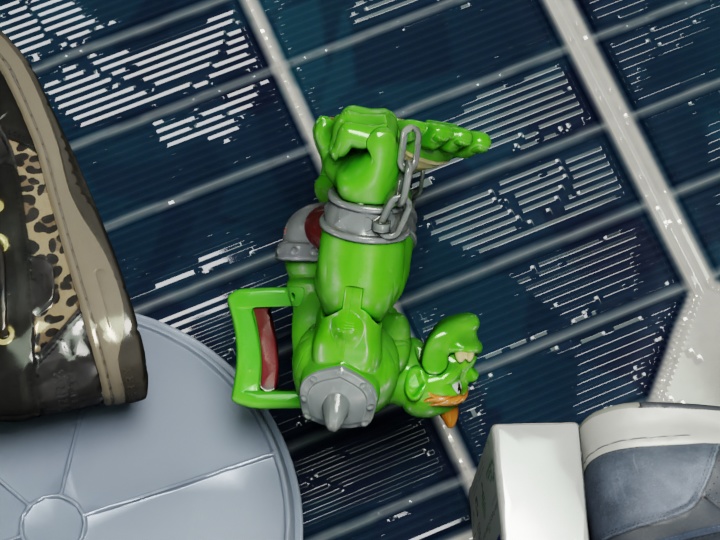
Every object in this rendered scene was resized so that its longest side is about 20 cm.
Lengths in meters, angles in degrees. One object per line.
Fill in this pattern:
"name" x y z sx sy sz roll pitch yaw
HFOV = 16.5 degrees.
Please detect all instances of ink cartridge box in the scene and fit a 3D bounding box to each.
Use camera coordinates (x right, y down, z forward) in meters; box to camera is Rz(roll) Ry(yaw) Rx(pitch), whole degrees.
"ink cartridge box" 0.069 0.167 0.954 0.039 0.099 0.200 0 71 -4

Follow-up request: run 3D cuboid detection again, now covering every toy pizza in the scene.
"toy pizza" -0.123 0.108 1.001 0.200 0.032 0.201 0 65 0

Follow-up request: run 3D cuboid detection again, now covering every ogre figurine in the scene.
"ogre figurine" 0.000 0.000 0.977 0.098 0.200 0.120 9 91 -18

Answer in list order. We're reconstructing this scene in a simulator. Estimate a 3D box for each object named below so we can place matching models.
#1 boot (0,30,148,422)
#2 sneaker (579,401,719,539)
"boot" -0.184 -0.007 1.005 0.150 0.073 0.200 -21 60 -11
"sneaker" 0.189 0.127 0.978 0.202 0.077 0.146 -2 58 7
